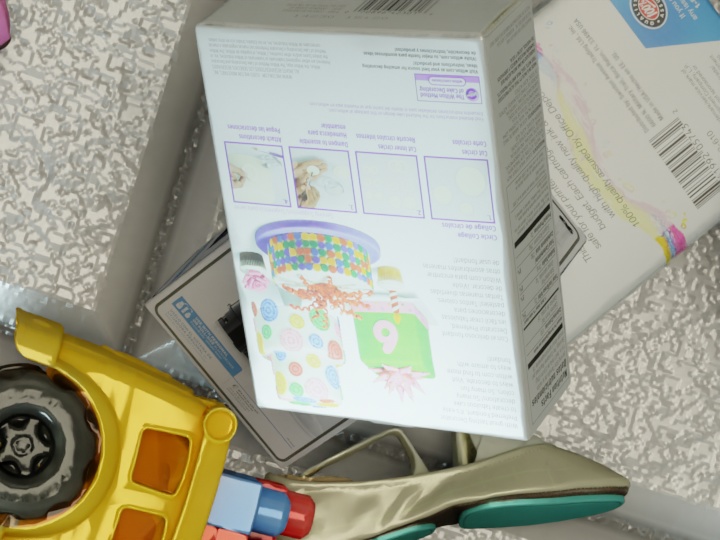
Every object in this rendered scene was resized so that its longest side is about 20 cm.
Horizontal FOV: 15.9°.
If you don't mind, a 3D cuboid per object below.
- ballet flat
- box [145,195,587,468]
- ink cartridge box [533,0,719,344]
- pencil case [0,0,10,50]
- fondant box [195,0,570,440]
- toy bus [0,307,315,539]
[{"bbox_3d":[0.042,0.110,1.348,0.198,0.069,0.070,-11,91,-10],"label":"ballet flat"},{"bbox_3d":[0.000,0.000,1.279,0.117,0.200,0.060,51,36,-6],"label":"box"},{"bbox_3d":[0.109,-0.060,1.351,0.200,0.085,0.145,-38,95,-10],"label":"ink cartridge box"},{"bbox_3d":[-0.274,-0.114,1.280,0.199,0.091,0.094,-26,83,-8],"label":"pencil case"},{"bbox_3d":[0.013,-0.028,1.183,0.143,0.058,0.201,5,118,26],"label":"fondant box"},{"bbox_3d":[-0.124,0.140,1.276,0.191,0.136,0.201,19,87,-9],"label":"toy bus"}]
